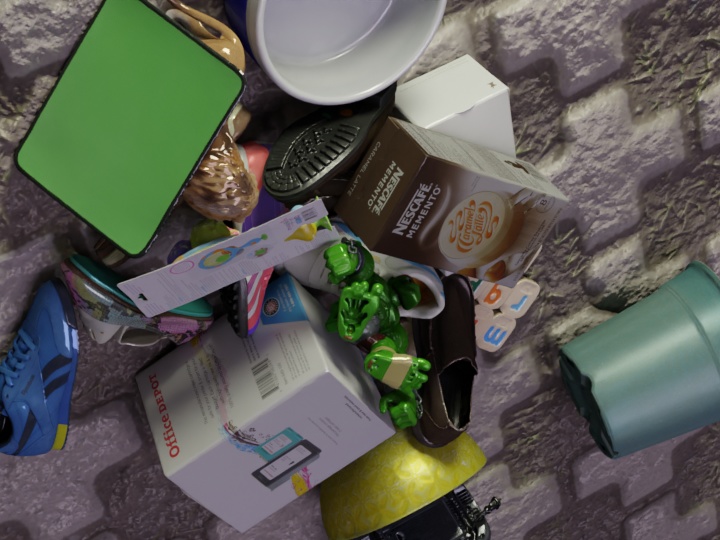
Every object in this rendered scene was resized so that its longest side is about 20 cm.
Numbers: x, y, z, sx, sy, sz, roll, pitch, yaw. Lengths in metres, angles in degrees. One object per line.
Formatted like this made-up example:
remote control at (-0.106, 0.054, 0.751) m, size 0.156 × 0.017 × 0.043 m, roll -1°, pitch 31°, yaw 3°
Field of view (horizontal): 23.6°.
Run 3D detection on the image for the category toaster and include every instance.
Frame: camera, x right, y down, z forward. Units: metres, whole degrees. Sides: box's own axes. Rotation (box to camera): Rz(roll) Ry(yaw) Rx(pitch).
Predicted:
toaster at (0.072, 0.328, 2.053) m, size 0.200 × 0.114 × 0.129 m, roll -29°, pitch 159°, yaw -13°

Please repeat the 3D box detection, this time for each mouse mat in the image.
mouse mat at (-0.207, -0.131, 1.527) m, size 0.200 × 0.161 × 0.008 m, roll -57°, pitch 165°, yaw 16°

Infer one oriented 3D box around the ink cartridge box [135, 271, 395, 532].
ink cartridge box at (-0.099, 0.137, 1.767) m, size 0.200 × 0.147 × 0.146 m, roll -34°, pitch 136°, yaw 10°

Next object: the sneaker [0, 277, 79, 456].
sneaker at (-0.321, 0.099, 1.675) m, size 0.078 × 0.066 × 0.200 m, roll -4°, pitch 124°, yaw -27°

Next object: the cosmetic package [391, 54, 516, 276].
cosmetic package at (0.100, -0.107, 1.783) m, size 0.107 × 0.085 × 0.200 m, roll -25°, pitch 132°, yaw -16°

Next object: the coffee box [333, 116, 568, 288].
coffee box at (0.090, -0.064, 1.693) m, size 0.200 × 0.080 × 0.115 m, roll 13°, pitch 116°, yaw -39°

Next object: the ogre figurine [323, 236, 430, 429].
ogre figurine at (0.011, 0.046, 1.714) m, size 0.098 × 0.120 × 0.200 m, roll -39°, pitch 111°, yaw 15°

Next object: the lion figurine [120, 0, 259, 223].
lion figurine at (-0.140, -0.147, 1.537) m, size 0.072 × 0.122 × 0.200 m, roll -29°, pitch 129°, yaw -67°

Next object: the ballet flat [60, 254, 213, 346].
ballet flat at (-0.227, 0.041, 1.686) m, size 0.071 × 0.069 × 0.200 m, roll -51°, pitch 144°, yaw 14°

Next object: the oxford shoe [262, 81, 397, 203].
oxford shoe at (-0.023, -0.116, 1.661) m, size 0.200 × 0.073 × 0.085 m, roll -46°, pitch 149°, yaw -36°

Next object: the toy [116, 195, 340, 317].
toy at (-0.124, -0.024, 1.602) m, size 0.200 × 0.047 × 0.115 m, roll -19°, pitch 161°, yaw 2°

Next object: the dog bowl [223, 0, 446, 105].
dog bowl at (-0.023, -0.258, 1.593) m, size 0.200 × 0.079 × 0.200 m, roll -18°, pitch 130°, yaw -22°

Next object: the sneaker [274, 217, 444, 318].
sneaker at (0.000, 0.000, 1.796) m, size 0.200 × 0.081 × 0.077 m, roll 11°, pitch 117°, yaw -28°

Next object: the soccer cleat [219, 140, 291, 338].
soccer cleat at (-0.100, -0.029, 1.683) m, size 0.073 × 0.068 × 0.200 m, roll -8°, pitch 112°, yaw -21°

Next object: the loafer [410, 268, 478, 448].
loafer at (0.102, 0.091, 1.865) m, size 0.073 × 0.071 × 0.201 m, roll 7°, pitch 80°, yaw -34°

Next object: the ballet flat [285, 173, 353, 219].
ballet flat at (-0.043, -0.071, 1.739) m, size 0.200 × 0.046 × 0.067 m, roll -13°, pitch 130°, yaw -21°

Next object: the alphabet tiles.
alphabet tiles at (0.112, 0.028, 1.941) m, size 0.200 × 0.015 × 0.196 m, roll 21°, pitch 109°, yaw -41°

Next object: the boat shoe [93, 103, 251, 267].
boat shoe at (-0.193, -0.096, 1.624) m, size 0.075 × 0.075 × 0.202 m, roll 40°, pitch 100°, yaw -10°

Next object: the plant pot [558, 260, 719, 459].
plant pot at (0.354, 0.119, 2.057) m, size 0.196 × 0.200 × 0.200 m, roll -25°, pitch 133°, yaw -4°

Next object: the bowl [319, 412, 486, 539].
bowl at (0.030, 0.212, 1.943) m, size 0.200 × 0.200 × 0.108 m, roll -28°, pitch 91°, yaw -13°
